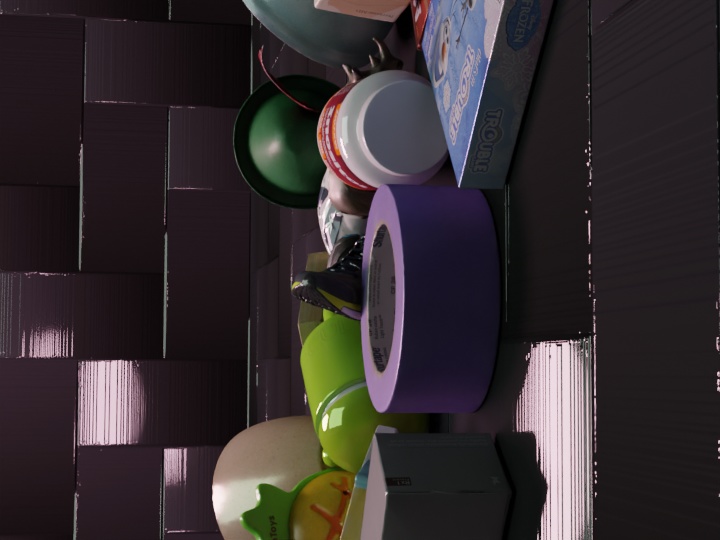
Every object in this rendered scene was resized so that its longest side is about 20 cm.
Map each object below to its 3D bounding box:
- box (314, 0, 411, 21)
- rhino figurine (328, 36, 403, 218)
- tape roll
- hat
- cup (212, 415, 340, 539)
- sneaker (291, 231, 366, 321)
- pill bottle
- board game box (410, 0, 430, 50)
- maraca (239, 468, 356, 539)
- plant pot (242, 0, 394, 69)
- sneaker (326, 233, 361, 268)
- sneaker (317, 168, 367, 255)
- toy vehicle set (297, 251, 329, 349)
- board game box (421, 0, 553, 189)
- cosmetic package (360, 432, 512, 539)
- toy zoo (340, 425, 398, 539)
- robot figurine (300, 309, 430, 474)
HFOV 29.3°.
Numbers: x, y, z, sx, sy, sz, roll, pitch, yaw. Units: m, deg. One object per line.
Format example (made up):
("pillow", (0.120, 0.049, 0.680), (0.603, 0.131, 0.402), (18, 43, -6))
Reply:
("box", (0.027, -0.318, 1.299), (0.200, 0.094, 0.078), (138, 136, -65))
("rhino figurine", (0.010, -0.150, 1.483), (0.060, 0.087, 0.201), (-121, 33, -70))
("tape roll", (0.057, 0.025, 1.213), (0.200, 0.084, 0.202), (180, 90, -81))
("hat", (-0.060, -0.154, 1.626), (0.176, 0.199, 0.167), (-162, 85, -72))
("cup", (-0.047, 0.247, 1.576), (0.143, 0.199, 0.201), (-34, 50, 43))
("sneaker", (0.000, 0.000, 1.359), (0.200, 0.074, 0.081), (-5, -70, -61))
("pill bottle", (0.025, -0.134, 1.325), (0.200, 0.112, 0.114), (-164, 75, -80))
("board game box", (0.064, -0.332, 1.392), (0.103, 0.019, 0.201), (104, 164, -55))
("maraca", (-0.030, 0.268, 1.390), (0.107, 0.199, 0.138), (-41, 55, 47))
("plant pot", (-0.027, -0.339, 1.499), (0.134, 0.199, 0.201), (-47, 35, 35))
("sneaker", (0.011, 0.058, 1.538), (0.082, 0.073, 0.201), (178, 83, -77))
("sneaker", (-0.005, -0.101, 1.586), (0.130, 0.079, 0.201), (-162, 83, -88))
("toy vehicle set", (-0.042, 0.073, 1.585), (0.200, 0.026, 0.125), (-86, -13, -68))
("board game box", (0.099, -0.206, 1.114), (0.200, 0.043, 0.201), (-101, 16, -45))
("cosmetic package", (0.055, 0.237, 1.146), (0.090, 0.106, 0.201), (-107, 22, -62))
("toy zoo", (0.019, 0.232, 1.276), (0.200, 0.020, 0.132), (69, -145, -57))
("robot figurine", (0.004, 0.122, 1.395), (0.201, 0.115, 0.176), (-107, 36, -48))
